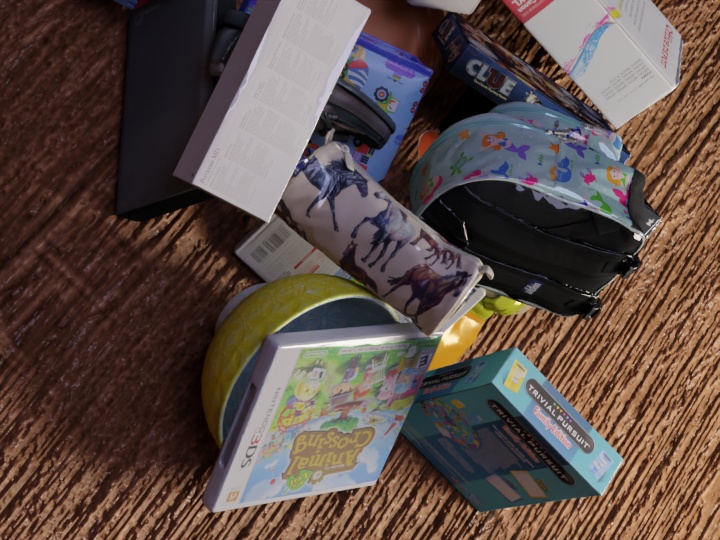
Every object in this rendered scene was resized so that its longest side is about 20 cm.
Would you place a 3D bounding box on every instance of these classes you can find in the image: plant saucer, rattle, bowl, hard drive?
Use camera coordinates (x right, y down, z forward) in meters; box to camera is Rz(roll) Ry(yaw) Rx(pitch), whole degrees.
[{"bbox_3d":[-0.004,-0.249,1.730,0.199,0.037,0.202,7,76,-28],"label":"plant saucer"},{"bbox_3d":[0.074,-0.017,1.729,0.200,0.143,0.130,53,30,12],"label":"rattle"},{"bbox_3d":[-0.072,0.074,1.563,0.199,0.201,0.108,-19,46,-32],"label":"bowl"},{"bbox_3d":[-0.165,-0.155,1.553,0.033,0.139,0.202,14,71,-38],"label":"hard drive"}]

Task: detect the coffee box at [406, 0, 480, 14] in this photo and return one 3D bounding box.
[{"bbox_3d":[0.081,-0.373,1.727,0.079,0.115,0.201,4,55,-26],"label":"coffee box"}]

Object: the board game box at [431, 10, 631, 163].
[{"bbox_3d":[0.167,-0.175,1.714,0.199,0.136,0.035,32,106,-17],"label":"board game box"}]

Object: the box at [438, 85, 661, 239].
[{"bbox_3d":[0.188,-0.098,1.741,0.199,0.141,0.079,31,104,-20],"label":"box"}]

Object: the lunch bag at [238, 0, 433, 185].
[{"bbox_3d":[-0.057,-0.166,1.626,0.199,0.094,0.151,23,101,-16],"label":"lunch bag"}]

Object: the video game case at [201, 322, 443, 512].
[{"bbox_3d":[-0.032,0.129,1.545,0.199,0.183,0.022,-4,37,-42],"label":"video game case"}]

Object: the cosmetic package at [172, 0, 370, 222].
[{"bbox_3d":[-0.075,-0.150,1.456,0.082,0.051,0.201,27,88,-33],"label":"cosmetic package"}]

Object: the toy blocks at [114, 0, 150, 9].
[{"bbox_3d":[-0.198,-0.299,1.521,0.136,0.200,0.100,26,58,-16],"label":"toy blocks"}]

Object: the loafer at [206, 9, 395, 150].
[{"bbox_3d":[-0.056,-0.154,1.532,0.200,0.072,0.063,33,77,-32],"label":"loafer"}]

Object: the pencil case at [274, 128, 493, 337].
[{"bbox_3d":[0.019,-0.030,1.507,0.200,0.090,0.078,39,27,8],"label":"pencil case"}]

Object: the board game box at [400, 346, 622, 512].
[{"bbox_3d":[0.128,0.153,1.620,0.151,0.200,0.047,46,61,-14],"label":"board game box"}]

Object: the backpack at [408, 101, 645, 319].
[{"bbox_3d":[0.143,-0.060,1.573,0.199,0.178,0.151,13,55,-18],"label":"backpack"}]

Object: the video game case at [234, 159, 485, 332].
[{"bbox_3d":[0.000,0.000,1.634,0.143,0.018,0.200,-43,105,14],"label":"video game case"}]

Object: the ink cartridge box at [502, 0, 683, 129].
[{"bbox_3d":[0.242,-0.267,1.816,0.200,0.083,0.146,47,28,-13],"label":"ink cartridge box"}]
